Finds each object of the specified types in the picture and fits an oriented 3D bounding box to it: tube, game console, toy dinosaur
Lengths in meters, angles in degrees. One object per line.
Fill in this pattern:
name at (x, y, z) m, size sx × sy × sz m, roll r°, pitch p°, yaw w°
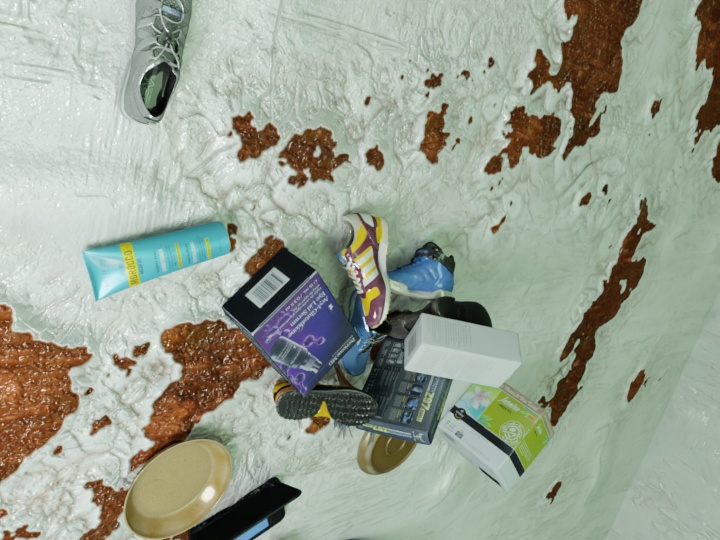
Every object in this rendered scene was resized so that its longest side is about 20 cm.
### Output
tube at (-0.286, -0.021, 0.931) m, size 0.199 × 0.050 × 0.078 m, roll -20°, pitch 118°, yaw -28°
game console at (-0.211, 0.497, 1.246) m, size 0.199 × 0.116 × 0.177 m, roll -25°, pitch 128°, yaw -30°
toy dinosaur at (0.010, 0.284, 1.338) m, size 0.180 × 0.105 × 0.202 m, roll 1°, pitch 111°, yaw -46°

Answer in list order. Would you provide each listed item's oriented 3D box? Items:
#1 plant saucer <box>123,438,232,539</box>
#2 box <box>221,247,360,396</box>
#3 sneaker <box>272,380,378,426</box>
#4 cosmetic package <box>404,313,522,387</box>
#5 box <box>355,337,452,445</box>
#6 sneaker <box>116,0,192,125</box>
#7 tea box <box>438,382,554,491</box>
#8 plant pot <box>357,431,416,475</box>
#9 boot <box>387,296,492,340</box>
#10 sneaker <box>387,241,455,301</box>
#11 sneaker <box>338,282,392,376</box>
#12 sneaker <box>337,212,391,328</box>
plant saucer at (-0.317, 0.369, 1.131) m, size 0.199 × 0.035 × 0.202 m, roll -23°, pitch 127°, yaw -33°
box at (-0.112, 0.090, 1.108) m, size 0.148 × 0.104 × 0.201 m, roll -45°, pitch 136°, yaw -14°
sneaker at (-0.065, 0.231, 1.209) m, size 0.198 × 0.090 × 0.071 m, roll 9°, pitch 106°, yaw -21°
cosmetic package at (0.191, 0.153, 1.240) m, size 0.198 × 0.072 × 0.102 m, roll 13°, pitch 141°, yaw -11°
box at (0.091, 0.231, 1.287) m, size 0.051 × 0.156 × 0.201 m, roll 72°, pitch 33°, yaw -42°
sneaker at (-0.237, -0.271, 0.797) m, size 0.074 × 0.082 × 0.202 m, roll 0°, pitch 113°, yaw -43°
tea box at (0.338, 0.396, 1.636) m, size 0.197 × 0.199 × 0.134 m, roll -46°, pitch 136°, yaw -14°
plant pot at (0.077, 0.393, 1.519) m, size 0.199 × 0.027 × 0.202 m, roll -22°, pitch 126°, yaw -33°
boot at (0.151, 0.110, 1.330) m, size 0.199 × 0.173 × 0.070 m, roll 24°, pitch 58°, yaw -34°
sneaker at (0.103, -0.006, 1.279) m, size 0.198 × 0.077 × 0.112 m, roll 13°, pitch 85°, yaw -28°
sneaker at (0.007, 0.121, 1.240) m, size 0.078 × 0.089 × 0.202 m, roll -26°, pitch 133°, yaw -44°
sneaker at (0.000, 0.000, 1.146) m, size 0.089 × 0.075 × 0.202 m, roll 4°, pitch 76°, yaw -23°
